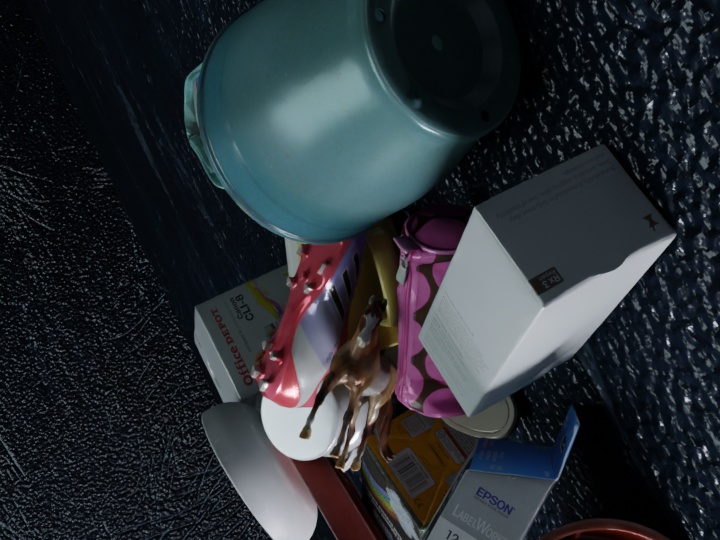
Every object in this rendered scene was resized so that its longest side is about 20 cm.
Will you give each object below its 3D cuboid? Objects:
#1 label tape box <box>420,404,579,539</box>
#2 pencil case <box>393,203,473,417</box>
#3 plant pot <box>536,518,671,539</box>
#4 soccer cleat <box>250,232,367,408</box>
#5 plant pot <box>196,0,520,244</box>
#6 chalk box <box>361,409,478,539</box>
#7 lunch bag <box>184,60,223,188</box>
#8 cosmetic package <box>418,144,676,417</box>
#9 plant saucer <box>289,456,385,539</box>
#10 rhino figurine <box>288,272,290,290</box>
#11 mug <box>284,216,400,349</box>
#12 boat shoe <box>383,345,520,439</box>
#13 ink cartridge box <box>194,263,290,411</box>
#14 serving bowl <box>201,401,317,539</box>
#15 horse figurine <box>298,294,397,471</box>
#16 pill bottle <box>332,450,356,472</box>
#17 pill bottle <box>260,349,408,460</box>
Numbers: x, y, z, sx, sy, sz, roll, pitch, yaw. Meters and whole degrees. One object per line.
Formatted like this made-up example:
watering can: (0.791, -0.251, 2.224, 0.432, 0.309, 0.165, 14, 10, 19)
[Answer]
label tape box: (0.096, 0.186, 0.665, 0.065, 0.202, 0.143, 28, -176, 11)
pencil case: (0.070, 0.041, 0.750, 0.090, 0.093, 0.203, 33, 137, 41)
plant pot: (0.174, 0.309, 0.707, 0.203, 0.199, 0.195, 62, 169, 10)
soccer cleat: (-0.034, 0.037, 0.798, 0.202, 0.076, 0.067, -65, 31, 9)
plant pot: (0.009, -0.135, 0.620, 0.187, 0.199, 0.203, -15, 100, 55)
chalk box: (0.081, 0.255, 0.963, 0.125, 0.123, 0.201, 52, 158, 32)
lunch bag: (-0.076, -0.155, 0.820, 0.200, 0.168, 0.124, 0, 106, 69)
cosmetic package: (0.120, 0.016, 0.600, 0.082, 0.112, 0.201, 56, 157, 22)
plant saucer: (-0.007, 0.292, 0.990, 0.201, 0.036, 0.200, 52, 173, 34)
rhino figurine: (-0.059, -0.004, 1.037, 0.201, 0.059, 0.088, -95, -6, -52)
mug: (0.001, -0.001, 0.888, 0.185, 0.149, 0.156, -10, 96, 39)
boat shoe: (0.102, 0.118, 0.874, 0.062, 0.074, 0.199, 26, -179, -37)
ink cartridge box: (-0.112, 0.095, 1.161, 0.146, 0.198, 0.145, 59, 160, 16)
serving bowl: (-0.109, 0.236, 1.020, 0.201, 0.065, 0.200, 56, 176, 6)
horse figurine: (0.001, 0.115, 0.792, 0.049, 0.134, 0.200, 15, 161, 22)
pill bottle: (-0.049, 0.228, 1.199, 0.117, 0.114, 0.200, 63, -179, 6)
pill bottle: (-0.020, 0.144, 0.962, 0.115, 0.113, 0.199, 61, -157, 10)
